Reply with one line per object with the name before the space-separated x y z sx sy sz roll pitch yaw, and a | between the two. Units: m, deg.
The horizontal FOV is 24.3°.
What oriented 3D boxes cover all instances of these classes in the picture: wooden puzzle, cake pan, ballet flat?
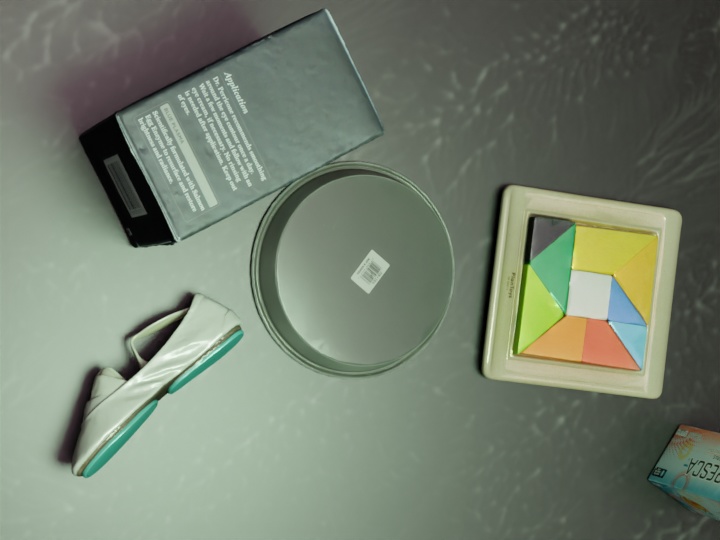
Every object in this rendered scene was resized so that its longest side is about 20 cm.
wooden puzzle | 0.217 0.022 1.608 0.198 0.037 0.187 8 88 -19
cake pan | 0.000 0.000 1.533 0.199 0.037 0.202 0 90 -19
ballet flat | -0.190 0.095 1.462 0.200 0.069 0.070 -43 103 -18

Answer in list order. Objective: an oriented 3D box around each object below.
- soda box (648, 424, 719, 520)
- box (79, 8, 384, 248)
soda box | 0.354 0.199 1.569 0.063 0.200 0.069 36 81 -15
box | -0.113 -0.115 1.410 0.199 0.197 0.118 -28 98 -17
